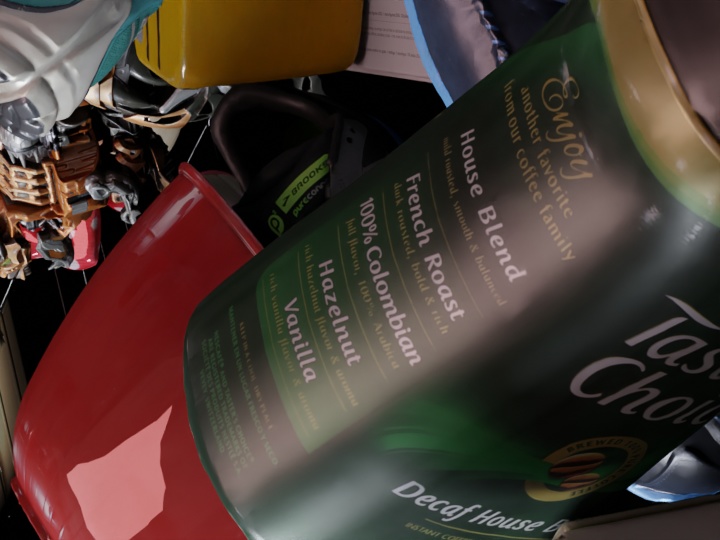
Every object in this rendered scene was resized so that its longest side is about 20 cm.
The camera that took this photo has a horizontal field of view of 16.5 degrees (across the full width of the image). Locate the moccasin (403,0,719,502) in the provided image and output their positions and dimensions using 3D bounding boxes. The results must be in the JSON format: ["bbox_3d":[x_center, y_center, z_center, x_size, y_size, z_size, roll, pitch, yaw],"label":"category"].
[{"bbox_3d":[0.073,-0.041,0.655,0.200,0.080,0.068,66,153,2],"label":"moccasin"}]

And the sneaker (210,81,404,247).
[{"bbox_3d":[0.000,0.000,0.809,0.071,0.083,0.200,-52,38,14],"label":"sneaker"}]

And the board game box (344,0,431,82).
[{"bbox_3d":[0.016,-0.126,0.802,0.200,0.035,0.127,-160,65,-66],"label":"board game box"}]

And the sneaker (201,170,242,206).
[{"bbox_3d":[-0.056,0.059,0.981,0.081,0.088,0.201,141,119,-66],"label":"sneaker"}]

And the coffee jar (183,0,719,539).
[{"bbox_3d":[0.056,-0.006,0.561,0.200,0.104,0.086,-42,49,34],"label":"coffee jar"}]

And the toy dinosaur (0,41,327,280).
[{"bbox_3d":[-0.086,-0.076,0.930,0.200,0.135,0.102,-50,47,51],"label":"toy dinosaur"}]

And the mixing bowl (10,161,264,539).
[{"bbox_3d":[-0.044,0.076,0.813,0.200,0.108,0.200,55,175,7],"label":"mixing bowl"}]

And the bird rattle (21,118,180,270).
[{"bbox_3d":[-0.142,-0.095,1.143,0.163,0.112,0.201,5,106,52],"label":"bird rattle"}]

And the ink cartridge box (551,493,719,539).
[{"bbox_3d":[0.055,0.138,0.568,0.076,0.199,0.148,118,139,-57],"label":"ink cartridge box"}]

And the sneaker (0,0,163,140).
[{"bbox_3d":[-0.119,-0.099,0.839,0.078,0.080,0.200,53,170,-31],"label":"sneaker"}]

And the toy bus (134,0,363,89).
[{"bbox_3d":[-0.038,-0.161,0.790,0.078,0.065,0.201,-140,46,-62],"label":"toy bus"}]
